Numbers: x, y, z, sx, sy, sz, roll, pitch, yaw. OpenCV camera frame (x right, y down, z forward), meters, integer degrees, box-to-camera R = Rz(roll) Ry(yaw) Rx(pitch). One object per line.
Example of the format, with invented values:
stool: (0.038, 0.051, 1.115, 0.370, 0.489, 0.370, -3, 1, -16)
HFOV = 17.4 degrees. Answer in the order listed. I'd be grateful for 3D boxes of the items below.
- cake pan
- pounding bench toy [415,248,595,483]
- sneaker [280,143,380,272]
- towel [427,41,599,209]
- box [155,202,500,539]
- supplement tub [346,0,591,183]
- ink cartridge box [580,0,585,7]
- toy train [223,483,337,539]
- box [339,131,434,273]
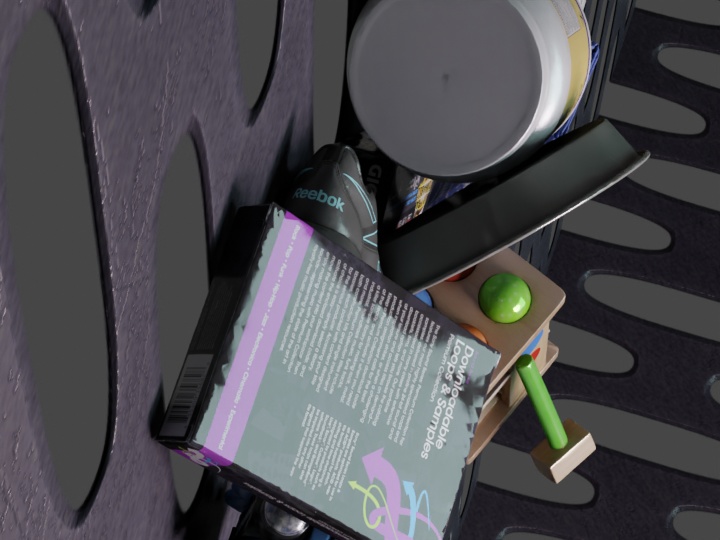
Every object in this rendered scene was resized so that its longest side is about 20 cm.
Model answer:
cake pan: (0.093, -0.042, 1.526, 0.037, 0.200, 0.200, 61, 15, -4)
pounding bench toy: (0.105, 0.070, 1.862, 0.124, 0.200, 0.156, -48, 164, -16)
sneaker: (-0.011, -0.015, 1.457, 0.200, 0.075, 0.080, 78, 27, -74)
towel: (0.098, -0.098, 1.836, 0.200, 0.024, 0.145, -33, -163, 35)
box: (-0.013, 0.071, 1.323, 0.200, 0.036, 0.144, 33, 67, -35)
supplement tub: (0.071, -0.135, 1.523, 0.200, 0.145, 0.146, -42, 148, -75)
ink cartridge box: (0.161, -0.281, 2.060, 0.200, 0.084, 0.147, 47, 60, -80)
toy train: (-0.035, 0.176, 1.452, 0.200, 0.114, 0.087, 119, -9, -70)
box: (0.000, 0.000, 1.661, 0.200, 0.049, 0.200, -36, 140, -76)
